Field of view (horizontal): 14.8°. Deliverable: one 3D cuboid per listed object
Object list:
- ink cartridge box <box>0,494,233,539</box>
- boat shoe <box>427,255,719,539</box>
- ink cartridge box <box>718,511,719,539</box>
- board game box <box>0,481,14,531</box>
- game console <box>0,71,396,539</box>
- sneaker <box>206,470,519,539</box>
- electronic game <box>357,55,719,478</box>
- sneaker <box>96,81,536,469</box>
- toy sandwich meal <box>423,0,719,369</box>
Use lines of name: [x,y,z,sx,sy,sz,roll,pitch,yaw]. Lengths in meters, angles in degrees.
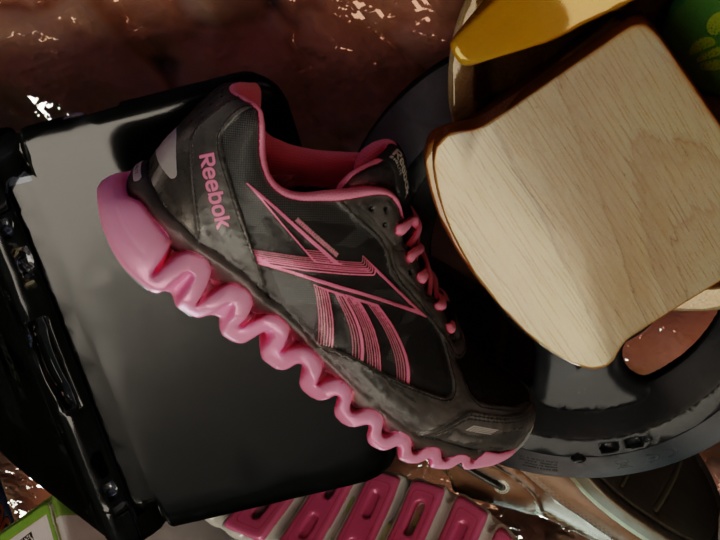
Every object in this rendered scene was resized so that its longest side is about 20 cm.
ink cartridge box: [-0.081,0.206,1.256,0.148,0.200,0.076,6,148,-45]
boat shoe: [0.069,0.068,1.215,0.200,0.072,0.068,39,130,-11]
ink cartridge box: [0.215,0.177,1.238,0.083,0.145,0.200,-5,135,14]
board game box: [-0.265,0.110,1.327,0.200,0.034,0.135,7,137,15]
game console: [-0.099,0.003,1.160,0.176,0.116,0.200,29,143,51]
sneaker: [0.013,0.129,1.239,0.200,0.074,0.087,27,170,24]
electronic game: [0.089,-0.006,1.119,0.200,0.042,0.200,2,115,4]
sneaker: [0.000,0.000,1.064,0.200,0.079,0.095,34,105,-21]
toy sandwich meal: [0.117,-0.058,1.030,0.205,0.070,0.205,2,115,5]
